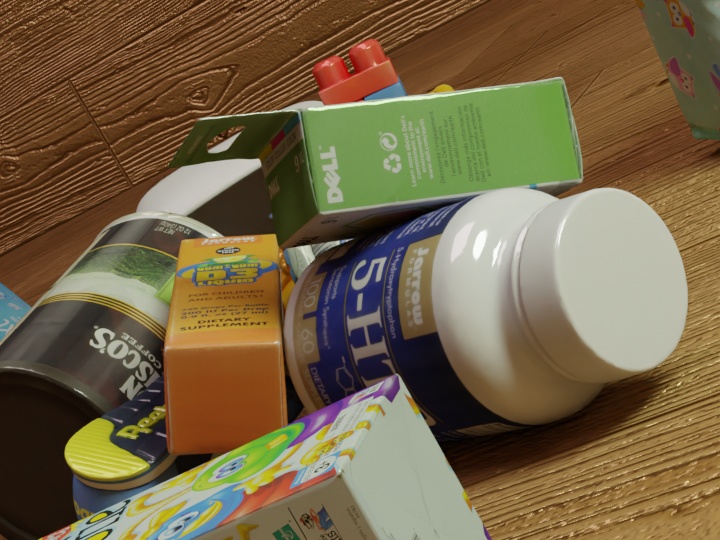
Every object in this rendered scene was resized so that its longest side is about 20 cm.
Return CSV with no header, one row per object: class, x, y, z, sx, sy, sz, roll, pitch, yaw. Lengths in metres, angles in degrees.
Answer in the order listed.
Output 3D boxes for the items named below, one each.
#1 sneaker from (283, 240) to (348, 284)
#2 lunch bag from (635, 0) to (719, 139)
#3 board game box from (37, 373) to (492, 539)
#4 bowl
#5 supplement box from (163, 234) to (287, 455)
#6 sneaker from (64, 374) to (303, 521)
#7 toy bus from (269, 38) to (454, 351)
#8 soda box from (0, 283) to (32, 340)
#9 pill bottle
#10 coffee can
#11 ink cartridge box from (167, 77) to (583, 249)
sneaker,0.000,0.000,1.146,0.085,0.200,0.077,-15,-26,8
lunch bag,0.293,-0.203,1.226,0.200,0.171,0.122,-33,18,-16
board game box,-0.055,0.141,0.738,0.200,0.105,0.103,-26,10,19
bowl,-0.073,-0.033,1.381,0.199,0.200,0.075,-32,52,-6
supplement box,-0.077,0.038,1.043,0.066,0.069,0.200,-3,16,-3
sneaker,-0.100,0.111,1.060,0.074,0.082,0.200,9,20,31
toy bus,0.004,-0.053,1.255,0.200,0.192,0.136,-28,12,6
soda box,-0.248,0.081,1.342,0.064,0.068,0.200,-20,41,-39
pill bottle,0.063,0.023,0.925,0.120,0.120,0.200,-38,12,-38
coffee can,-0.162,0.071,1.185,0.146,0.147,0.200,-23,19,33
ink cartridge box,0.006,-0.053,0.972,0.199,0.059,0.104,-8,-7,-16
